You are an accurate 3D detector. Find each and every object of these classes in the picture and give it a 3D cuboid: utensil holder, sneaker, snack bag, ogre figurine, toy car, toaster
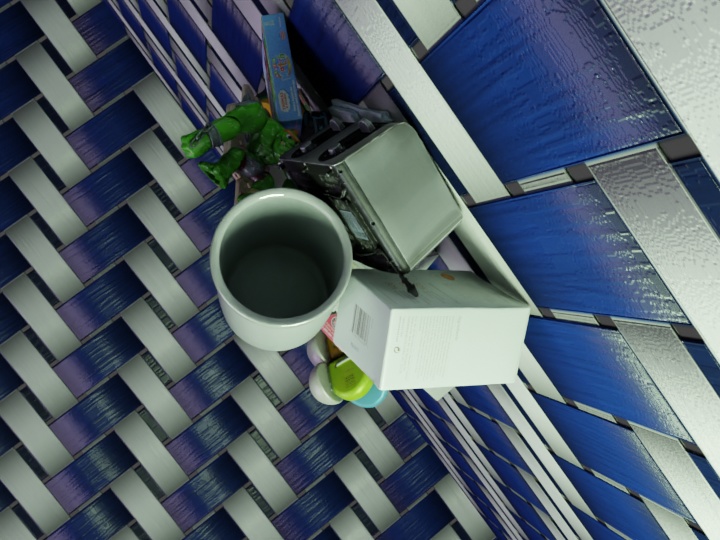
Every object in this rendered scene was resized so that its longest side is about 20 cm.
[{"bbox_3d":[-0.106,0.009,1.043,0.170,0.170,0.200,52,164,7],"label":"utensil holder"},{"bbox_3d":[-0.057,-0.206,1.230,0.200,0.073,0.082,-124,22,-72],"label":"sneaker"},{"bbox_3d":[0.036,-0.145,1.117,0.189,0.021,0.200,58,170,-26],"label":"snack bag"},{"bbox_3d":[-0.138,-0.149,1.090,0.200,0.120,0.098,36,168,-18],"label":"ogre figurine"},{"bbox_3d":[0.000,0.175,1.545,0.150,0.175,0.201,45,-156,-36],"label":"toy car"},{"bbox_3d":[0.015,-0.091,1.021,0.200,0.119,0.181,57,163,-24],"label":"toaster"}]

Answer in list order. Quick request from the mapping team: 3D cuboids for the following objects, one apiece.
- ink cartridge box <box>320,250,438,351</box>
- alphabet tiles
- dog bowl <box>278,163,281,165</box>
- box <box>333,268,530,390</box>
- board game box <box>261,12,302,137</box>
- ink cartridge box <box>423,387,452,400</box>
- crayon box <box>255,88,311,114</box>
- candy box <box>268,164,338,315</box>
[{"bbox_3d":[0.000,0.000,1.248,0.145,0.200,0.083,46,-158,17],"label":"ink cartridge box"},{"bbox_3d":[-0.162,-0.166,1.213,0.200,0.015,0.197,48,-139,-71],"label":"alphabet tiles"},{"bbox_3d":[-0.101,-0.087,1.383,0.200,0.079,0.201,29,135,34],"label":"dog bowl"},{"bbox_3d":[0.088,0.071,1.046,0.152,0.199,0.107,-142,57,-60],"label":"box"},{"bbox_3d":[-0.117,-0.266,1.201,0.200,0.036,0.152,131,129,-82],"label":"board game box"},{"bbox_3d":[0.109,0.155,1.653,0.200,0.084,0.146,48,-179,29],"label":"ink cartridge box"},{"bbox_3d":[-0.119,-0.253,1.414,0.127,0.051,0.200,57,170,-22],"label":"crayon box"},{"bbox_3d":[-0.082,-0.046,1.205,0.136,0.201,0.061,15,-170,25],"label":"candy box"}]
